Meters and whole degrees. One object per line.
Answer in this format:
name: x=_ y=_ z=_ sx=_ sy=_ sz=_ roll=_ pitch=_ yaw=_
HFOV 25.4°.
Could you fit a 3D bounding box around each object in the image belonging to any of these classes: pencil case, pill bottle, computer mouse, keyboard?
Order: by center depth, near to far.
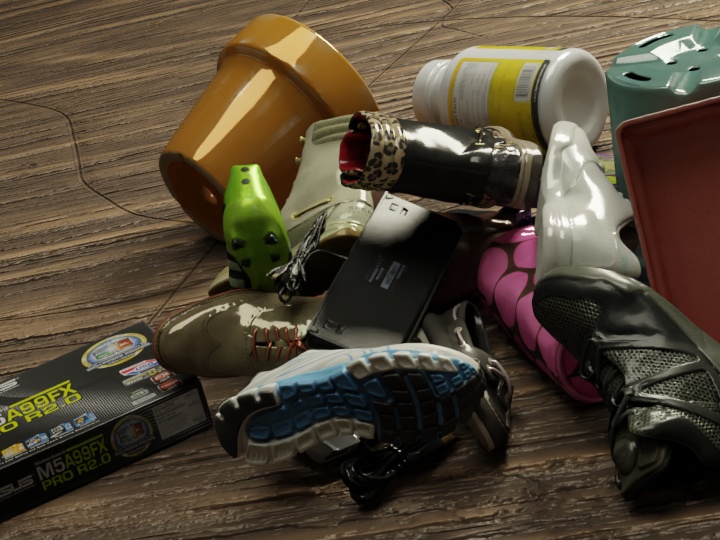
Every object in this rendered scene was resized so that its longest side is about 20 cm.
computer mouse: x=-0.022 y=0.114 z=1.222 sx=0.109 sy=0.044 sz=0.199 roll=-31 pitch=28 yaw=-31
pencil case: x=0.160 y=0.027 z=1.251 sx=0.093 sy=0.092 sz=0.200 roll=-16 pitch=25 yaw=-9
keyboard: x=0.000 y=0.000 z=1.295 sx=0.126 sy=0.021 sz=0.200 roll=23 pitch=41 yaw=6
pill bottle: x=0.154 y=-0.180 z=1.685 sx=0.199 sy=0.113 sz=0.112 roll=9 pitch=33 yaw=44

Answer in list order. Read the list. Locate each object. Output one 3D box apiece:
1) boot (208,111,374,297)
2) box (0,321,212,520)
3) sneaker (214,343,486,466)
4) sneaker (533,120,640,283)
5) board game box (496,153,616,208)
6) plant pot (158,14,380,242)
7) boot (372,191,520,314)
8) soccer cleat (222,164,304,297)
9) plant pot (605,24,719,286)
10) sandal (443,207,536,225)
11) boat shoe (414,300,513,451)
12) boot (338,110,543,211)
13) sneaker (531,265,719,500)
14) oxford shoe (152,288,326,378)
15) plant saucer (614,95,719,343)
boot: x=-0.053 y=-0.050 z=1.454 sx=0.199 sy=0.072 sz=0.156 roll=-26 pitch=44 yaw=41
box: x=-0.242 y=0.122 z=1.339 sx=0.199 sy=0.045 sz=0.160 roll=-23 pitch=25 yaw=-17
sneaker: x=-0.005 y=0.080 z=1.154 sx=0.198 sy=0.076 sz=0.087 roll=-9 pitch=23 yaw=17
sneaker: x=0.181 y=-0.046 z=1.236 sx=0.088 sy=0.076 sz=0.201 roll=6 pitch=35 yaw=3
board game box: x=0.220 y=-0.080 z=1.450 sx=0.119 sy=0.033 sz=0.199 roll=11 pitch=16 yaw=34
plant pot: x=-0.105 y=-0.132 z=1.669 sx=0.183 sy=0.201 sz=0.199 roll=-46 pitch=34 yaw=-23
boot: x=0.074 y=-0.028 z=1.442 sx=0.165 sy=0.073 sz=0.201 roll=-15 pitch=33 yaw=8
soccer cleat: x=-0.083 y=-0.009 z=1.352 sx=0.067 sy=0.201 sz=0.082 roll=-5 pitch=55 yaw=-3
plant pot: x=0.285 y=-0.084 z=1.282 sx=0.198 sy=0.198 sz=0.201 roll=-14 pitch=23 yaw=6
sandal: x=0.136 y=-0.040 z=1.468 sx=0.199 sy=0.043 sz=0.076 roll=4 pitch=30 yaw=37
boat shoe: x=0.085 y=0.070 z=1.217 sx=0.057 sy=0.067 sz=0.200 roll=-32 pitch=21 yaw=0
boot: x=0.056 y=-0.093 z=1.346 sx=0.149 sy=0.074 sz=0.200 roll=8 pitch=8 yaw=-15
sneaker: x=0.179 y=0.077 z=1.075 sx=0.199 sy=0.077 sz=0.114 roll=38 pitch=55 yaw=22
oxford shoe: x=-0.067 y=0.050 z=1.285 sx=0.198 sy=0.071 sz=0.075 roll=-8 pitch=7 yaw=-14
plant saucer: x=0.301 y=-0.036 z=1.177 sx=0.198 sy=0.202 sz=0.037 roll=-15 pitch=7 yaw=1
